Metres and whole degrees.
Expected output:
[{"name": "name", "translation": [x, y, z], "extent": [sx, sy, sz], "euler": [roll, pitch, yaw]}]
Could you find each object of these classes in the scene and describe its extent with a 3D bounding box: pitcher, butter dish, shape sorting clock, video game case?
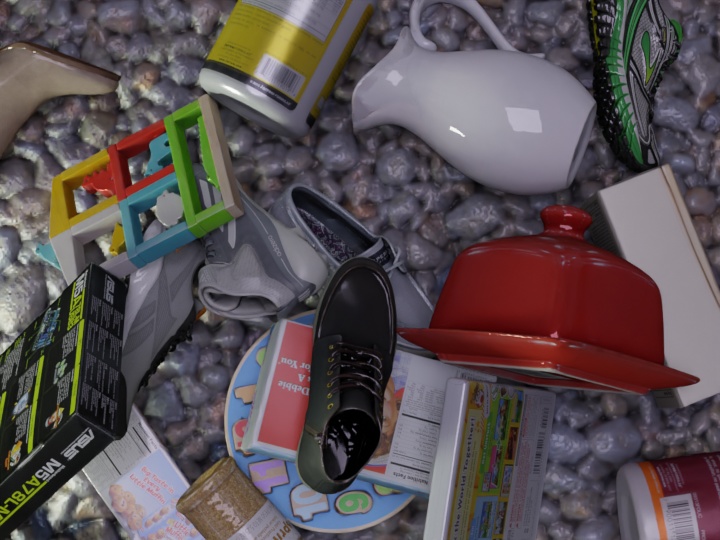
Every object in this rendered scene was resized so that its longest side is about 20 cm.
[{"name": "pitcher", "translation": [0.113, -0.164, 1.420], "extent": [0.199, 0.121, 0.172], "euler": [21, 70, 13]}, {"name": "butter dish", "translation": [0.163, 0.019, 1.325], "extent": [0.199, 0.199, 0.149], "euler": [15, 80, -42]}, {"name": "shape sorting clock", "translation": [-0.023, 0.134, 1.423], "extent": [0.198, 0.039, 0.202], "euler": [0, 85, 0]}, {"name": "video game case", "translation": [0.108, 0.196, 1.352], "extent": [0.023, 0.182, 0.202], "euler": [7, 87, 31]}]

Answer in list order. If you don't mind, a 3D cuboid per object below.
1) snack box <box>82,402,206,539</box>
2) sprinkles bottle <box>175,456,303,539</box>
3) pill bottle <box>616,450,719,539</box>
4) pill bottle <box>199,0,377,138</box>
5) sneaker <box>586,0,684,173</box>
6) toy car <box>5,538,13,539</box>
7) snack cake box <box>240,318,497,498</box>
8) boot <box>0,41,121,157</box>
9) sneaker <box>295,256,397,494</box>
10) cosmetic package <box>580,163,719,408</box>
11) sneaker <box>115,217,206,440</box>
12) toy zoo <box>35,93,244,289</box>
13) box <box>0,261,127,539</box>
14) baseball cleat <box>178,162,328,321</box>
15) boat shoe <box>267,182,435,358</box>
[{"name": "snack box", "translation": [-0.185, 0.206, 1.424], "extent": [0.072, 0.024, 0.201], "euler": [-36, 86, -5]}, {"name": "sprinkles bottle", "translation": [-0.074, 0.257, 1.386], "extent": [0.068, 0.068, 0.200], "euler": [-42, 94, -3]}, {"name": "pill bottle", "translation": [0.331, 0.211, 1.380], "extent": [0.198, 0.114, 0.115], "euler": [-8, 85, -1]}, {"name": "pill bottle", "translation": [-0.053, -0.228, 1.418], "extent": [0.112, 0.112, 0.201], "euler": [28, 85, 2]}, {"name": "sneaker", "translation": [0.254, -0.187, 1.432], "extent": [0.085, 0.078, 0.202], "euler": [-3, 85, -1]}, {"name": "toy car", "translation": [-0.252, 0.309, 1.356], "extent": [0.199, 0.176, 0.150], "euler": [27, 41, 27]}, {"name": "snack cake box", "translation": [0.007, 0.124, 1.375], "extent": [0.199, 0.067, 0.116], "euler": [16, 79, -9]}, {"name": "boot", "translation": [-0.332, -0.141, 1.439], "extent": [0.199, 0.070, 0.147], "euler": [18, 92, 3]}, {"name": "sneaker", "translation": [-0.001, 0.082, 1.291], "extent": [0.074, 0.106, 0.202], "euler": [10, 79, -10]}, {"name": "cosmetic package", "translation": [0.268, 0.016, 1.402], "extent": [0.073, 0.104, 0.201], "euler": [-21, 86, -3]}, {"name": "sneaker", "translation": [-0.184, 0.055, 1.404], "extent": [0.079, 0.074, 0.201], "euler": [19, 74, -7]}, {"name": "toy zoo", "translation": [-0.203, -0.059, 1.400], "extent": [0.199, 0.020, 0.132], "euler": [-26, 54, 14]}, {"name": "box", "translation": [-0.272, 0.118, 1.320], "extent": [0.193, 0.201, 0.047], "euler": [-40, 120, 21]}, {"name": "baseball cleat", "translation": [-0.121, -0.026, 1.380], "extent": [0.199, 0.070, 0.106], "euler": [31, 60, 36]}, {"name": "boat shoe", "translation": [0.000, -0.001, 1.408], "extent": [0.200, 0.072, 0.070], "euler": [39, 52, 5]}]
